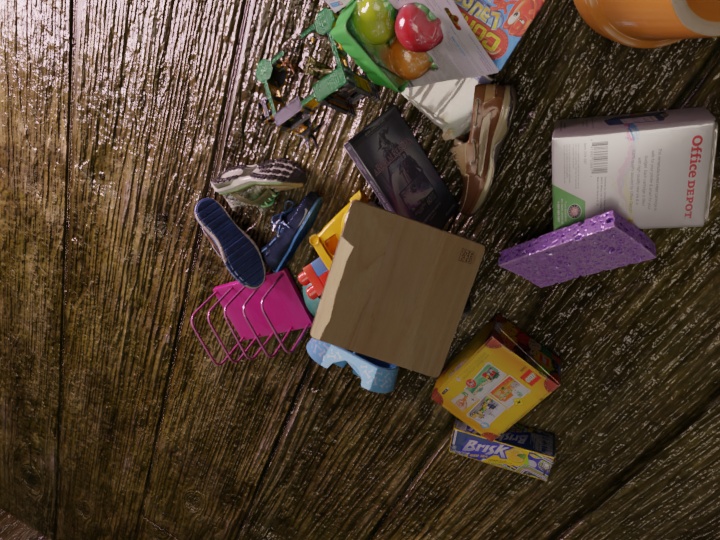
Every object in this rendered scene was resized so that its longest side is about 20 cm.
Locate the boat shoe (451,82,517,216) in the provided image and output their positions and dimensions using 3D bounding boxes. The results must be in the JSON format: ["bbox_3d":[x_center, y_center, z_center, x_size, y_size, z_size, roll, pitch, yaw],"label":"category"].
[{"bbox_3d":[0.176,-0.185,0.813,0.073,0.076,0.203,14,119,4],"label":"boat shoe"}]

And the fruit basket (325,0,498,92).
[{"bbox_3d":[0.064,-0.319,0.707,0.198,0.095,0.184,6,157,49],"label":"fruit basket"}]

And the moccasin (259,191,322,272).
[{"bbox_3d":[-0.142,-0.075,1.002,0.068,0.081,0.201,40,123,2],"label":"moccasin"}]

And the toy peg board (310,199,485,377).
[{"bbox_3d":[0.049,0.020,0.786,0.196,0.098,0.203,18,101,-5],"label":"toy peg board"}]

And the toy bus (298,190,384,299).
[{"bbox_3d":[0.000,0.000,0.895,0.191,0.136,0.201,-37,81,5],"label":"toy bus"}]

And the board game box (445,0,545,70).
[{"bbox_3d":[0.163,-0.408,0.701,0.198,0.056,0.197,33,119,1],"label":"board game box"}]

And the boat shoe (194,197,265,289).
[{"bbox_3d":[-0.255,-0.051,1.064,0.202,0.072,0.072,58,163,0],"label":"boat shoe"}]

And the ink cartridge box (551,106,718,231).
[{"bbox_3d":[0.376,-0.140,0.755,0.197,0.088,0.148,0,119,23],"label":"ink cartridge box"}]

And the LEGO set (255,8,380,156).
[{"bbox_3d":[-0.061,-0.298,0.851,0.199,0.115,0.156,-33,73,29],"label":"LEGO set"}]

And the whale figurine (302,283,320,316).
[{"bbox_3d":[-0.018,0.042,0.983,0.197,0.103,0.162,10,100,25],"label":"whale figurine"}]

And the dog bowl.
[{"bbox_3d":[-0.010,0.170,1.072,0.198,0.112,0.050,27,110,6],"label":"dog bowl"}]

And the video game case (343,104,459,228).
[{"bbox_3d":[0.071,-0.145,0.841,0.019,0.143,0.201,-20,110,47],"label":"video game case"}]

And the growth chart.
[{"bbox_3d":[0.126,-0.295,0.811,0.200,0.018,0.145,44,123,-6],"label":"growth chart"}]

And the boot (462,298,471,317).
[{"bbox_3d":[0.133,0.110,1.012,0.197,0.068,0.132,-10,119,34],"label":"boot"}]

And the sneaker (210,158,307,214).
[{"bbox_3d":[-0.178,-0.149,0.991,0.197,0.077,0.090,1,131,27],"label":"sneaker"}]

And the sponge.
[{"bbox_3d":[0.321,-0.025,0.811,0.110,0.030,0.199,25,151,-29],"label":"sponge"}]

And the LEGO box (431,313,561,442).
[{"bbox_3d":[0.251,0.205,1.001,0.148,0.077,0.201,35,124,0],"label":"LEGO box"}]

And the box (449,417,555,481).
[{"bbox_3d":[0.284,0.349,1.077,0.197,0.064,0.071,13,122,15],"label":"box"}]

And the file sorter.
[{"bbox_3d":[-0.225,0.105,1.103,0.197,0.126,0.141,-14,115,27],"label":"file sorter"}]

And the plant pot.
[{"bbox_3d":[0.349,-0.333,0.569,0.196,0.184,0.203,1,124,1],"label":"plant pot"}]
